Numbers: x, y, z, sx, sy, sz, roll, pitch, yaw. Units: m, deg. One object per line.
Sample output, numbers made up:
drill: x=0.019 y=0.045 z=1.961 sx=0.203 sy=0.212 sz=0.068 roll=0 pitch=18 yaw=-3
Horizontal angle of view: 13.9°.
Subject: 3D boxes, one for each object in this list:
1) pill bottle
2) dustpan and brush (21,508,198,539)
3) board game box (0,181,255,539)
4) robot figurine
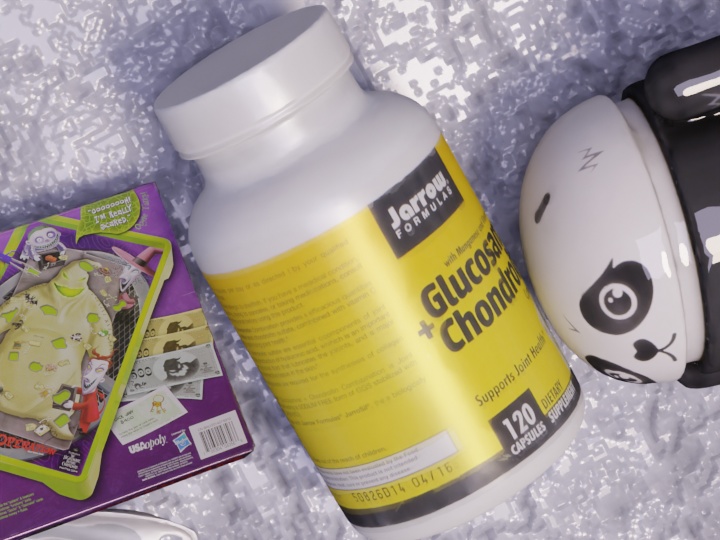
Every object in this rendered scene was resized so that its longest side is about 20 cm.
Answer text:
pill bottle: x=0.000 y=0.000 z=1.188 sx=0.112 sy=0.112 sz=0.201 roll=-30 pitch=104 yaw=0
dustpan and brush: x=-0.167 y=0.096 z=1.213 sx=0.198 sy=0.057 sz=0.141 roll=6 pitch=101 yaw=-9
board game box: x=-0.155 y=0.051 z=1.180 sx=0.199 sy=0.032 sz=0.121 roll=-19 pitch=85 yaw=-15
robot figurine: x=0.164 y=-0.026 z=1.196 sx=0.199 sy=0.125 sz=0.151 roll=-15 pitch=95 yaw=-4
